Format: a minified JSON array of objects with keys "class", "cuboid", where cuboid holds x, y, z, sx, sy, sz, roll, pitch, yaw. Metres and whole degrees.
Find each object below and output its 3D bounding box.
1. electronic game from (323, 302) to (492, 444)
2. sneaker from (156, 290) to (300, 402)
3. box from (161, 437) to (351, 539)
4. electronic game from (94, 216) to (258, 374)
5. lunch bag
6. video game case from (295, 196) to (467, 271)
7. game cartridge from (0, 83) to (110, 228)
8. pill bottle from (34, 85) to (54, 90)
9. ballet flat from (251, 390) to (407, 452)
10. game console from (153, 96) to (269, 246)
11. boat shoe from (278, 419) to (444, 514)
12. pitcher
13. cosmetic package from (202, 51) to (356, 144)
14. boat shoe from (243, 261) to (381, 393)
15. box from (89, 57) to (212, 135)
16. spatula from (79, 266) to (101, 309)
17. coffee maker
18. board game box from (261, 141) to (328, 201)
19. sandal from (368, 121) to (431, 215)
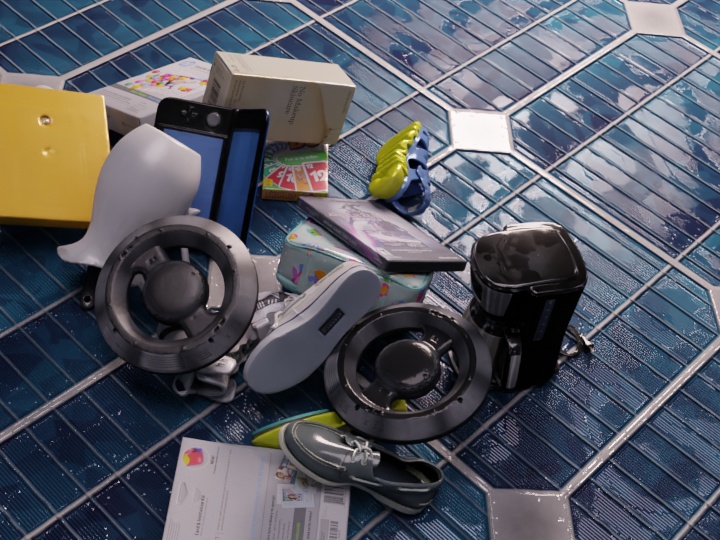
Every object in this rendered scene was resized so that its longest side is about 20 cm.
[{"class":"electronic game","cuboid":[0.056,0.118,1.341,0.199,0.042,0.200,-4,49,4]},{"class":"sneaker","cuboid":[-0.147,0.097,1.407,0.199,0.075,0.115,-9,51,-11]},{"class":"box","cuboid":[-0.113,0.271,1.272,0.199,0.041,0.156,7,46,-4]},{"class":"electronic game","cuboid":[-0.221,0.028,1.365,0.199,0.042,0.200,-2,68,6]},{"class":"lunch bag","cuboid":[0.000,0.000,1.490,0.200,0.077,0.160,20,20,7]},{"class":"video game case","cuboid":[0.026,-0.049,1.501,0.143,0.019,0.200,0,27,-42]},{"class":"game cartridge","cuboid":[-0.422,-0.152,1.523,0.176,0.032,0.200,3,67,-31]},{"class":"pill bottle","cuboid":[-0.495,-0.174,1.576,0.111,0.111,0.200,28,49,17]},{"class":"ballet flat","cuboid":[-0.029,0.189,1.350,0.200,0.067,0.067,-18,76,-25]},{"class":"game console","cuboid":[-0.211,-0.125,1.501,0.170,0.118,0.200,11,92,3]},{"class":"boat shoe","cuboid":[0.004,0.211,1.281,0.200,0.062,0.073,28,42,-18]},{"class":"pitcher","cuboid":[-0.268,-0.070,1.463,0.171,0.200,0.121,29,3,-15]},{"class":"cosmetic package","cuboid":[-0.119,-0.245,1.631,0.200,0.104,0.073,0,36,-30]},{"class":"boat shoe","cuboid":[-0.069,0.061,1.376,0.202,0.075,0.086,-46,27,-3]},{"class":"box","cuboid":[-0.286,-0.256,1.684,0.200,0.041,0.156,-26,35,-35]},{"class":"spatula","cuboid":[-0.350,-0.028,1.525,0.056,0.021,0.200,7,48,-4]},{"class":"coffee maker","cuboid":[0.213,0.039,1.426,0.192,0.200,0.135,-25,56,-28]},{"class":"board game box","cuboid":[-0.096,-0.180,1.702,0.095,0.030,0.200,4,45,-6]},{"class":"sandal","cuboid":[0.069,-0.146,1.673,0.087,0.079,0.200,43,36,-19]}]
